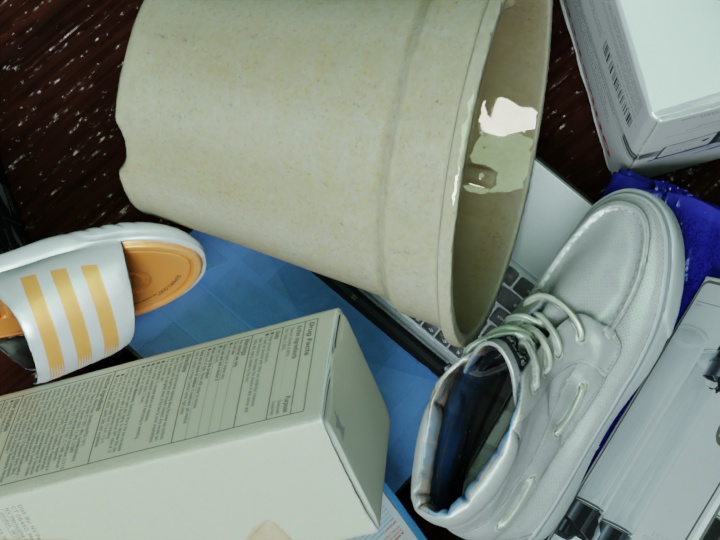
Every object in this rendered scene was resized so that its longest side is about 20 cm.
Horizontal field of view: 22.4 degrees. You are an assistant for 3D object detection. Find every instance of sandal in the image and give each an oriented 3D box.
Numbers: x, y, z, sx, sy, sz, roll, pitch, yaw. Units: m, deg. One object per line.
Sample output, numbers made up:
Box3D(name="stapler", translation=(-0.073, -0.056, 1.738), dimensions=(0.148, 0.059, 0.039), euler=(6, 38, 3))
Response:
Box3D(name="sandal", translation=(-0.176, 0.031, 0.922), dimensions=(0.206, 0.079, 0.059), euler=(-12, 59, -4))

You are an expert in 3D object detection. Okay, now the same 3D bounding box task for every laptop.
Box3D(name="laptop", translation=(0.000, 0.000, 0.984), dimensions=(0.187, 0.116, 0.200), euler=(40, 108, 8))

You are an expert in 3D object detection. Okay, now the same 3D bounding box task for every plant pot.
Box3D(name="plant pot", translation=(-0.015, -0.078, 0.915), dimensions=(0.183, 0.200, 0.201), euler=(12, 86, 14))

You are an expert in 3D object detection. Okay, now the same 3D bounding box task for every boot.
Box3D(name="boot", translation=(0.093, 0.044, 0.898), dimensions=(0.074, 0.096, 0.200), euler=(21, 87, 31))

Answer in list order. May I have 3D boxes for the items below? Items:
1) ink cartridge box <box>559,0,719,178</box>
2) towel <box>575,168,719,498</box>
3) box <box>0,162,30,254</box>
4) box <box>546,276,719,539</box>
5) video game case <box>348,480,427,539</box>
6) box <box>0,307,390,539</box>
Box3D(name="ink cartridge box", translation=(0.158, -0.136, 0.942), dimensions=(0.086, 0.200, 0.147), euler=(-16, 83, 3))
Box3D(name="towel", translation=(0.165, 0.063, 0.975), dimensions=(0.148, 0.050, 0.200), euler=(23, 90, -15))
Box3D(name="box", translation=(-0.297, 0.000, 1.021), dimensions=(0.200, 0.115, 0.132), euler=(-22, 83, 3))
Box3D(name="box", translation=(0.170, 0.108, 0.897), dimensions=(0.060, 0.117, 0.200), euler=(34, 85, -22))
Box3D(name="video game case", translation=(0.004, 0.211, 0.925), dimensions=(0.143, 0.018, 0.200), euler=(-40, 101, -26))
Box3D(name="box", translation=(-0.092, 0.095, 0.906), dimensions=(0.200, 0.095, 0.078), euler=(-14, 122, 16))
